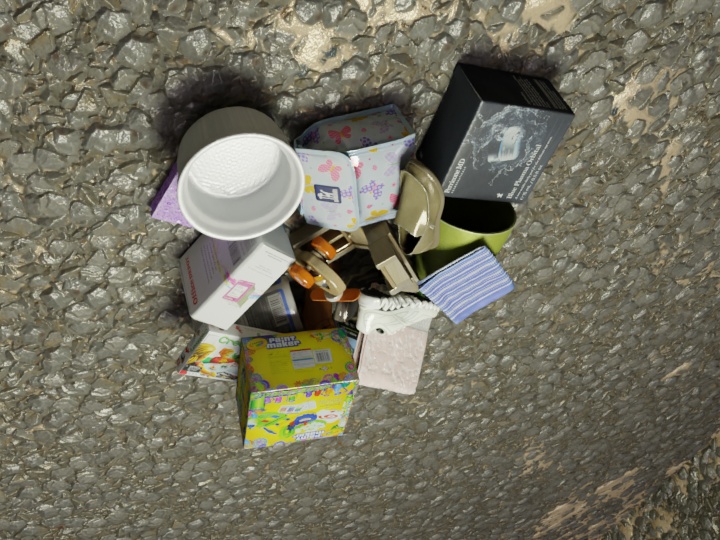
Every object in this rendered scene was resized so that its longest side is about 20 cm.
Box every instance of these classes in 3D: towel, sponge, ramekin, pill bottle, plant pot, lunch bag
[{"bbox_3d":[0.198,0.031,1.363,0.143,0.024,0.200,-31,148,13],"label":"towel"},{"bbox_3d":[0.067,0.139,1.454,0.199,0.032,0.195,21,82,-48],"label":"towel"},{"bbox_3d":[-0.257,-0.152,1.228,0.110,0.030,0.201,16,126,-36],"label":"sponge"},{"bbox_3d":[-0.192,-0.154,1.157,0.197,0.099,0.203,-12,136,-12],"label":"ramekin"},{"bbox_3d":[-0.220,0.094,1.443,0.197,0.115,0.115,-18,140,-4],"label":"pill bottle"},{"bbox_3d":[0.176,-0.042,1.404,0.184,0.188,0.202,-2,129,-22],"label":"plant pot"},{"bbox_3d":[-0.012,-0.163,1.252,0.196,0.128,0.171,-13,135,-12],"label":"lunch bag"}]

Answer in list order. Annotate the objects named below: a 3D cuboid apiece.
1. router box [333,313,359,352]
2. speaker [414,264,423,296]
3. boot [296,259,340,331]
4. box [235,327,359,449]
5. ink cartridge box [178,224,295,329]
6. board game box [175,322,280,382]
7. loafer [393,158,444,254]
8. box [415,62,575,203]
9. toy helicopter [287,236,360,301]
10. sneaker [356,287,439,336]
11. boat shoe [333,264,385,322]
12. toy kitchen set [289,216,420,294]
[{"bbox_3d":[-0.064,0.198,1.664,0.149,0.063,0.200,26,120,-40],"label":"router box"},{"bbox_3d":[0.110,0.040,1.558,0.199,0.089,0.088,-35,138,14],"label":"speaker"},{"bbox_3d":[-0.076,0.088,1.469,0.076,0.157,0.201,12,129,-33],"label":"boot"},{"bbox_3d":[-0.124,0.221,1.382,0.196,0.123,0.194,-4,139,-18],"label":"box"},{"bbox_3d":[-0.220,-0.018,1.299,0.200,0.146,0.084,-42,137,21],"label":"ink cartridge box"},{"bbox_3d":[-0.228,0.157,1.391,0.198,0.035,0.127,15,128,-37],"label":"board game box"},{"bbox_3d":[0.095,-0.096,1.238,0.067,0.076,0.202,-39,142,-23],"label":"loafer"},{"bbox_3d":[0.232,-0.233,1.299,0.197,0.118,0.198,2,134,-24],"label":"box"},{"bbox_3d":[-0.081,0.008,1.333,0.132,0.199,0.079,44,76,-22],"label":"toy helicopter"},{"bbox_3d":[0.066,0.079,1.378,0.198,0.075,0.083,5,102,-41],"label":"sneaker"},{"bbox_3d":[0.009,0.045,1.445,0.072,0.200,0.076,19,119,14],"label":"boat shoe"},{"bbox_3d":[0.000,0.000,1.362,0.179,0.201,0.164,-29,132,8],"label":"toy kitchen set"}]
